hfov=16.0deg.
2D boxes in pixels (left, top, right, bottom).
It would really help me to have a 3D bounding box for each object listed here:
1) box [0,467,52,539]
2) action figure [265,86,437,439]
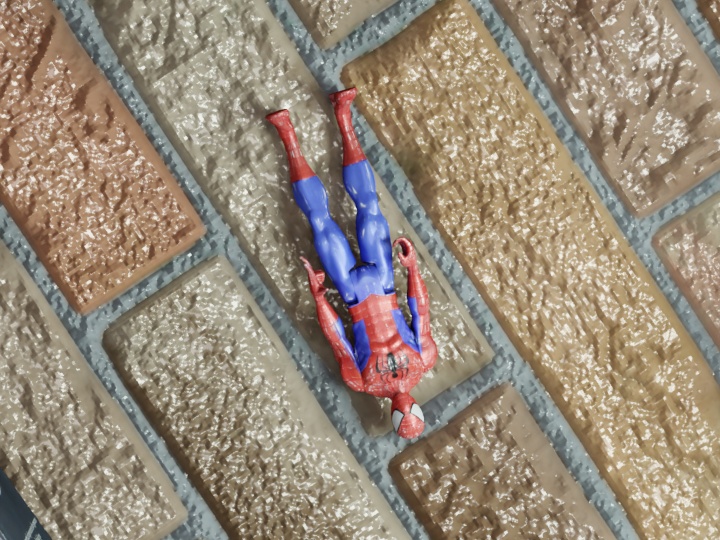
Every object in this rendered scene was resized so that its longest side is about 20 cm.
[{"bbox_3d":[-0.240,0.147,1.396,0.104,0.148,0.200,-36,93,-2],"label":"box"},{"bbox_3d":[0.000,0.000,1.460,0.065,0.052,0.201,-18,95,-7],"label":"action figure"}]
